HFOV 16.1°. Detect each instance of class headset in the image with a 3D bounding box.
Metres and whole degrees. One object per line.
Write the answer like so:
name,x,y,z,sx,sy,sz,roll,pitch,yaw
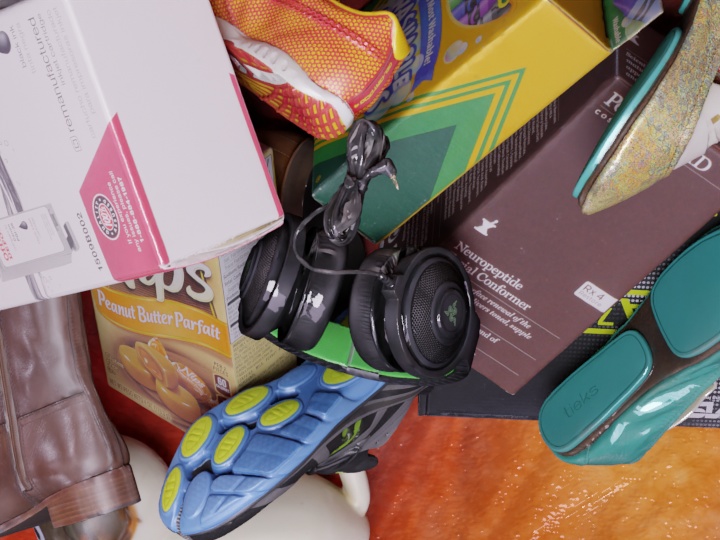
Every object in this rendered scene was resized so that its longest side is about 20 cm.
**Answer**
headset,0.000,0.000,1.278,0.123,0.094,0.200,12,163,9

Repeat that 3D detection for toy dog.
toy dog,-0.104,0.170,1.536,0.199,0.140,0.195,20,115,-16

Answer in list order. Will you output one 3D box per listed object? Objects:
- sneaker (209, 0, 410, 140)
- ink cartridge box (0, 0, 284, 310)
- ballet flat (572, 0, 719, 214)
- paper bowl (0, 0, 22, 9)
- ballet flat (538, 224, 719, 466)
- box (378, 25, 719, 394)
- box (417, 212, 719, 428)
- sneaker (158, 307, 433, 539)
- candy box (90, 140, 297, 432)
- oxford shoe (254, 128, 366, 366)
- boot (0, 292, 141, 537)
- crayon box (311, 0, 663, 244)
sneaker,-0.053,-0.135,1.270,0.077,0.200,0.073,-46,148,-13
ink cartridge box,-0.144,-0.065,1.276,0.200,0.083,0.147,-13,99,52
ballet flat,0.172,-0.107,1.220,0.070,0.071,0.201,30,83,-23
paper bowl,-0.213,-0.186,1.214,0.199,0.105,0.201,-14,174,-1
ballet flat,0.182,0.041,1.414,0.070,0.068,0.200,12,134,-40
box,0.107,-0.034,1.340,0.100,0.075,0.200,32,123,-19
box,0.133,0.005,1.447,0.199,0.048,0.194,3,128,0
sneaker,-0.025,0.091,1.394,0.071,0.199,0.083,24,139,38
candy box,-0.097,0.001,1.405,0.115,0.055,0.201,27,141,32
oxford shoe,-0.041,-0.004,1.443,0.071,0.071,0.201,19,136,23
boot,-0.211,0.050,1.444,0.186,0.064,0.201,-16,90,37
crayon box,0.059,-0.120,1.289,0.051,0.126,0.200,36,122,-26
